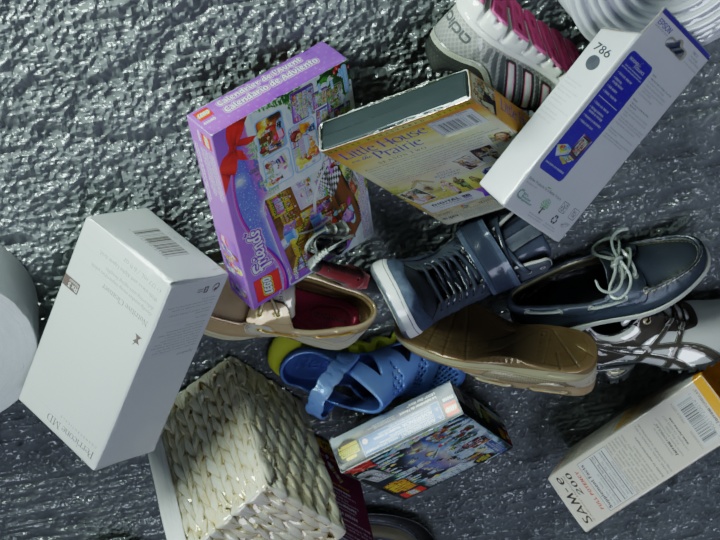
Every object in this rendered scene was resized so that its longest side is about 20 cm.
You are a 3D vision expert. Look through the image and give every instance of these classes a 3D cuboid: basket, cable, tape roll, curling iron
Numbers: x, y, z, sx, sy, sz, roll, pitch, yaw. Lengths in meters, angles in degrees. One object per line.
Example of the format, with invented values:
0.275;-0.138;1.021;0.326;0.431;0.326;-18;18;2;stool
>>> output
-0.111;0.202;1.403;0.123;0.200;0.135;-40;130;16;basket
0.248;-0.259;1.151;0.199;0.069;0.200;-3;133;-13;cable
-0.385;0.054;1.282;0.200;0.066;0.201;-8;135;-8;tape roll
0.000;0.000;1.305;0.050;0.026;0.200;-43;155;5;curling iron

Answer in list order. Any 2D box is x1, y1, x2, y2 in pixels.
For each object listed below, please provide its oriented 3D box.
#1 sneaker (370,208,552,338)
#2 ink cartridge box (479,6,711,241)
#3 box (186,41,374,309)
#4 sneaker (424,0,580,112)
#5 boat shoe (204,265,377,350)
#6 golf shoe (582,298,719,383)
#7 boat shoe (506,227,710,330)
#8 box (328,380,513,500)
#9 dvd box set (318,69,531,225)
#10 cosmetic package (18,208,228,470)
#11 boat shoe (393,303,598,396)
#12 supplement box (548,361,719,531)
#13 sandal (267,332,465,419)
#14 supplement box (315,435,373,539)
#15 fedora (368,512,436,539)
0.093;-0.004;1.295;0.146;0.077;0.202;-27;178;12;sneaker
0.191;-0.123;1.177;0.200;0.039;0.099;-50;141;9;ink cartridge box
-0.062;-0.077;1.224;0.137;0.039;0.200;-32;139;-22;box
0.129;-0.161;1.213;0.087;0.074;0.200;-36;133;28;sneaker
-0.076;0.026;1.319;0.200;0.074;0.069;8;158;-29;boat shoe
0.300;0.054;1.455;0.199;0.078;0.095;-14;134;-3;golf shoe
0.238;0.007;1.400;0.199;0.075;0.062;-16;146;13;boat shoe
0.067;0.178;1.485;0.137;0.040;0.200;-27;156;12;box
0.080;-0.098;1.220;0.146;0.029;0.200;-17;154;31;dvd box set
-0.209;0.059;1.264;0.081;0.113;0.200;-11;131;-55;cosmetic package
0.128;0.082;1.397;0.199;0.071;0.065;14;145;18;boat shoe
0.307;0.181;1.534;0.200;0.074;0.126;-38;175;21;supplement box
0.011;0.108;1.424;0.199;0.087;0.080;0;130;-17;sandal
-0.064;0.281;1.486;0.131;0.200;0.103;-38;130;22;supplement box
0.000;0.361;1.651;0.200;0.092;0.201;-8;133;-8;fedora
